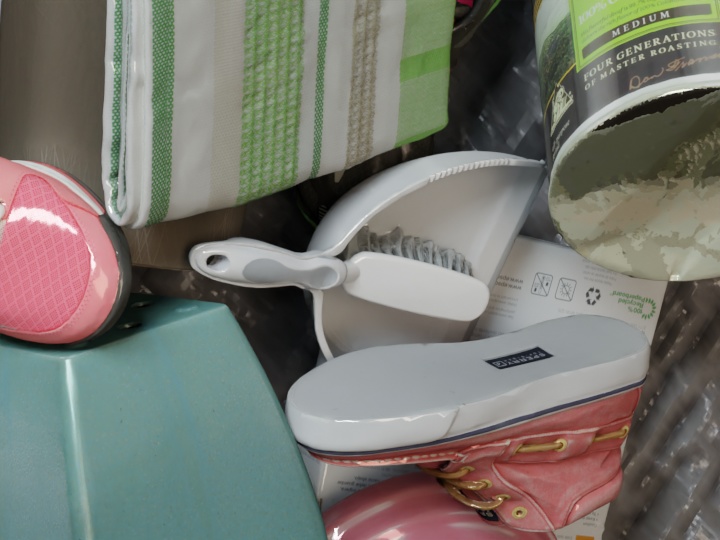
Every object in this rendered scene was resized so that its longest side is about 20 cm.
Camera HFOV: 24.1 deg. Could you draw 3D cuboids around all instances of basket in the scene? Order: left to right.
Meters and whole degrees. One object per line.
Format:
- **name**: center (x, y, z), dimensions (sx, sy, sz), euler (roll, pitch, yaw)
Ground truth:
- **basket**: center (-0.095, -0.110, 0.749), dimensions (0.180, 0.135, 0.202), euler (-4, 106, -66)

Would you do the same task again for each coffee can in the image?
- **coffee can**: center (0.158, -0.118, 0.841), dimensions (0.145, 0.146, 0.202), euler (23, 48, -30)

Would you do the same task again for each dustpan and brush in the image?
- **dustpan and brush**: center (0.000, 0.000, 0.786), dimensions (0.198, 0.057, 0.141), euler (12, 112, -33)

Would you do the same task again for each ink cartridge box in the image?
- **ink cartridge box**: center (0.063, 0.077, 0.918), dimensions (0.198, 0.040, 0.202), euler (12, 93, -31)

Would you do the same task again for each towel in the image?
- **towel**: center (-0.029, -0.108, 0.710), dimensions (0.199, 0.031, 0.151), euler (-21, 125, -45)

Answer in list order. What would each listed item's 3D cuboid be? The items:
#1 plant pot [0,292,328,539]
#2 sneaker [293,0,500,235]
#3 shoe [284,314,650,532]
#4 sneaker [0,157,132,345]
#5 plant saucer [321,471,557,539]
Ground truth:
- **plant pot**: center (-0.102, 0.118, 0.750), dimensions (0.141, 0.140, 0.202), euler (-17, 105, -41)
- **sneaker**: center (0.018, -0.110, 0.835), dimensions (0.076, 0.084, 0.202), euler (21, 79, 12)
- **shoe**: center (0.053, 0.084, 0.803), dimensions (0.198, 0.071, 0.092), euler (-10, 116, -31)
- **sneaker**: center (-0.185, -0.027, 0.676), dimensions (0.074, 0.199, 0.087), euler (-63, 163, 12)
- **plant saucer**: center (0.029, 0.204, 0.878), dimensions (0.199, 0.051, 0.203), euler (-11, 117, -23)
